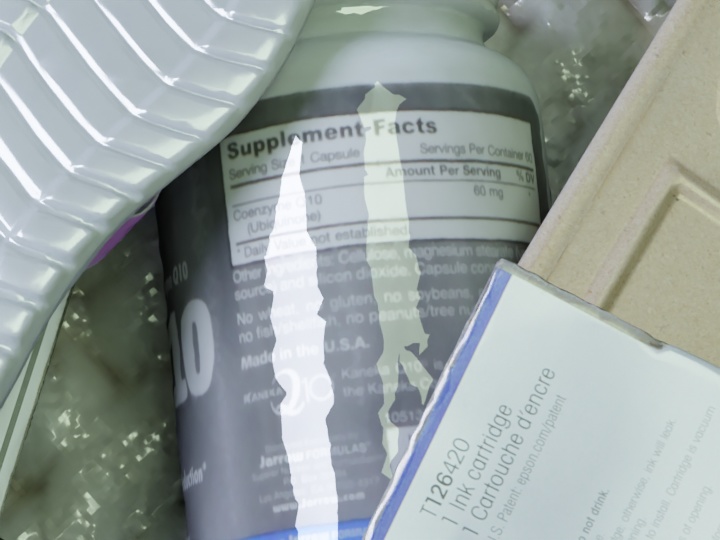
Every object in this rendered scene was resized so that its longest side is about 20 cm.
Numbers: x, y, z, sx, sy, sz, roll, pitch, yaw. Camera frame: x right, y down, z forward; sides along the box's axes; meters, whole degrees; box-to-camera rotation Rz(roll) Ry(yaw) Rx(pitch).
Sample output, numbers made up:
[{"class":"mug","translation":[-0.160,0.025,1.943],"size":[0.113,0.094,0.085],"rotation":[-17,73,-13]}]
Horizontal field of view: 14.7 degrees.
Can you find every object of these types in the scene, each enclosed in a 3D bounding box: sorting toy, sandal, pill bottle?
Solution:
[{"class":"sorting toy","translation":[0.140,0.012,0.759],"size":[0.185,0.036,0.200],"rotation":[34,66,-6]},{"class":"sandal","translation":[-0.087,-0.030,0.735],"size":[0.082,0.050,0.203],"rotation":[37,78,8]},{"class":"pill bottle","translation":[0.000,0.000,0.785],"size":[0.113,0.114,0.201],"rotation":[-2,78,-19]}]

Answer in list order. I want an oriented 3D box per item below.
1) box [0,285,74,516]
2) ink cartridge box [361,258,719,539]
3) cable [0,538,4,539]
[{"class":"box","translation":[-0.151,0.038,0.753],"size":[0.116,0.060,0.201],"rotation":[19,72,-14]},{"class":"ink cartridge box","translation":[0.076,0.128,0.679],"size":[0.200,0.047,0.198],"rotation":[27,87,-5]},{"class":"cable","translation":[-0.088,0.143,0.651],"size":[0.163,0.051,0.200],"rotation":[35,39,-44]}]
